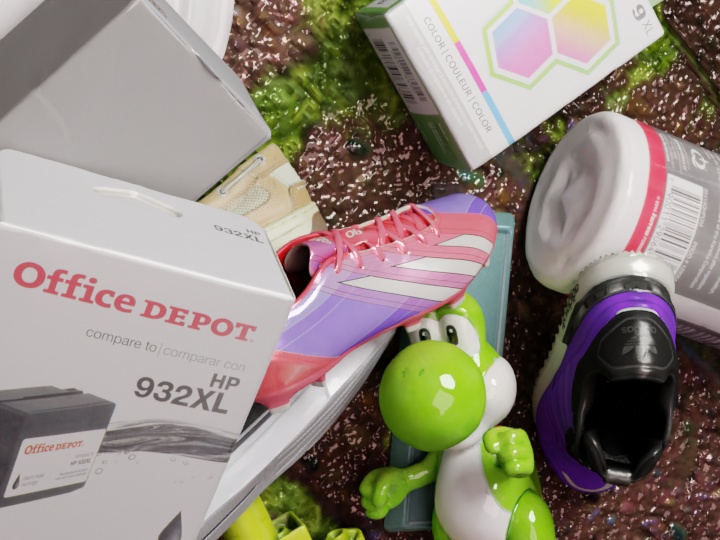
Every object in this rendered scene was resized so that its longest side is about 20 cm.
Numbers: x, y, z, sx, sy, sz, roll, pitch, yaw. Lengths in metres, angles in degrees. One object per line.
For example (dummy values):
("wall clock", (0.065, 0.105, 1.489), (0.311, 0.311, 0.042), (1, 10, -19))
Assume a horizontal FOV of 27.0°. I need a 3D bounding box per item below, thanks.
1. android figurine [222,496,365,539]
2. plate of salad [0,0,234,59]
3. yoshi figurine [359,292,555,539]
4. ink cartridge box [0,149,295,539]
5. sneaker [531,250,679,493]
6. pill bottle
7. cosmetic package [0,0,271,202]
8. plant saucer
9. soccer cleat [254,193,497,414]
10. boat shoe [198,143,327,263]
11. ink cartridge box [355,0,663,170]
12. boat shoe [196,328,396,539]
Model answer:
("android figurine", (-0.064, 0.229, 0.891), (0.181, 0.041, 0.201), (-26, 104, -14))
("plate of salad", (-0.163, -0.146, 0.789), (0.199, 0.048, 0.202), (-8, 108, -25))
("yoshi figurine", (0.057, 0.115, 0.863), (0.112, 0.112, 0.201), (-17, 101, -9))
("ink cartridge box", (-0.136, 0.063, 0.711), (0.144, 0.084, 0.201), (15, 111, -23))
("sneaker", (0.141, 0.089, 0.867), (0.069, 0.100, 0.201), (0, 139, 0))
("pill bottle", (0.209, -0.013, 0.909), (0.199, 0.111, 0.111), (19, 92, -21))
("cosmetic package", (-0.156, -0.053, 0.747), (0.200, 0.090, 0.107), (-40, 126, 3))
("plant saucer", (0.057, 0.064, 0.918), (0.069, 0.019, 0.202), (2, 99, -19))
("soccer cleat", (0.000, 0.000, 0.821), (0.200, 0.067, 0.077), (-34, 126, -28))
("boat shoe", (-0.118, -0.008, 0.825), (0.199, 0.072, 0.077), (-29, 95, -23))
("ink cartridge box", (0.108, -0.158, 0.877), (0.199, 0.059, 0.104), (-35, 108, -11))
("boat shoe", (-0.063, 0.079, 0.848), (0.071, 0.072, 0.200), (41, 64, 13))
